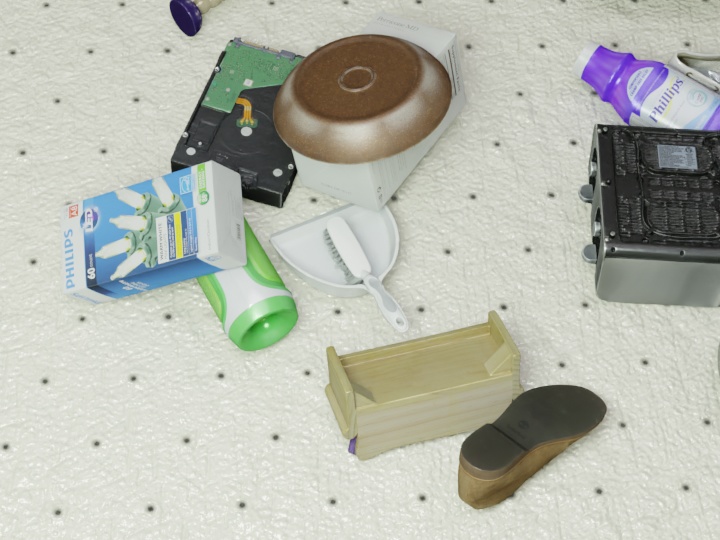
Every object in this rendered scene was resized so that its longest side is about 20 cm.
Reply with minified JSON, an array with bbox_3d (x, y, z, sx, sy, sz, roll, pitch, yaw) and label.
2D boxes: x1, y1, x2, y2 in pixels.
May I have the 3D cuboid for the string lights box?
[{"bbox_3d":[-0.221,-0.037,1.612,0.199,0.059,0.103,-15,70,25],"label":"string lights box"}]

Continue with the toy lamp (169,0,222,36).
[{"bbox_3d":[-0.144,-0.363,1.885,0.200,0.058,0.058,-38,68,-24],"label":"toy lamp"}]

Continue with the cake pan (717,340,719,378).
[{"bbox_3d":[0.482,0.118,1.648,0.200,0.037,0.201,2,58,-3],"label":"cake pan"}]

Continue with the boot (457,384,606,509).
[{"bbox_3d":[0.174,0.181,1.577,0.200,0.076,0.074,-24,49,-34],"label":"boot"}]

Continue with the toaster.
[{"bbox_3d":[0.349,-0.065,1.703,0.199,0.119,0.181,2,59,-2],"label":"toaster"}]

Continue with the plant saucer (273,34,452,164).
[{"bbox_3d":[-0.001,-0.198,1.657,0.200,0.037,0.201,-7,47,8],"label":"plant saucer"}]

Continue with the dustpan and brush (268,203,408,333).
[{"bbox_3d":[0.000,0.000,1.670,0.139,0.057,0.200,-22,63,-17],"label":"dustpan and brush"}]

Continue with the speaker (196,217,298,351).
[{"bbox_3d":[-0.145,-0.012,1.649,0.088,0.089,0.200,-23,63,-17],"label":"speaker"}]

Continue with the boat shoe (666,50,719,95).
[{"bbox_3d":[0.467,-0.229,1.841,0.199,0.069,0.071,6,58,-1],"label":"boat shoe"}]

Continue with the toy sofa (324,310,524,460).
[{"bbox_3d":[0.066,0.120,1.600,0.199,0.098,0.083,-12,37,-11],"label":"toy sofa"}]

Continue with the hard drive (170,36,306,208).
[{"bbox_3d":[-0.123,-0.176,1.783,0.139,0.038,0.200,16,60,6],"label":"hard drive"}]

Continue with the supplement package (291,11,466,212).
[{"bbox_3d":[0.020,-0.184,1.739,0.114,0.110,0.200,20,56,28],"label":"supplement package"}]

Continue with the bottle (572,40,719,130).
[{"bbox_3d":[0.349,-0.206,1.816,0.200,0.065,0.084,34,85,15],"label":"bottle"}]
